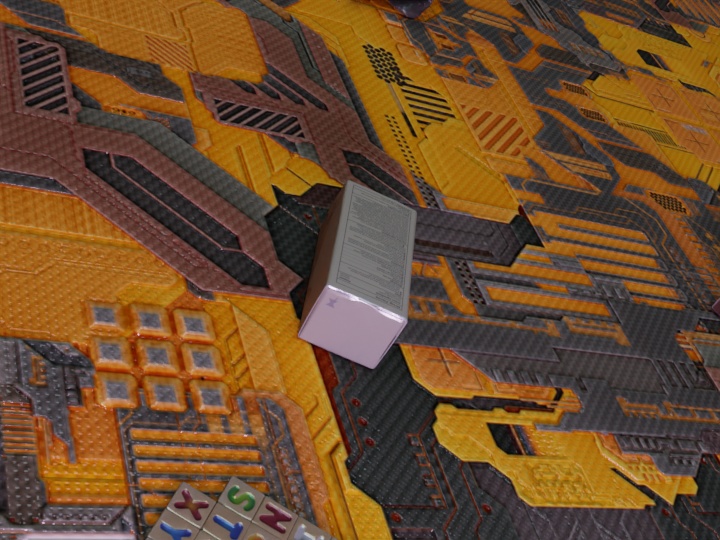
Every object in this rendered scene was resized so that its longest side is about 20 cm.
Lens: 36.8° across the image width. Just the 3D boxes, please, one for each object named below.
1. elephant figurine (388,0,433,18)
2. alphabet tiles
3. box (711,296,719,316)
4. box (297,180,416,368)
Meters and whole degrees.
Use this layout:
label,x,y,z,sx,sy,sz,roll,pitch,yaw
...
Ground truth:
label,x,y,z,sx,sy,sz,roll,pitch,yaw
elephant figurine,0.098,-0.494,1.793,0.200,0.155,0.141,25,-4,-17
alphabet tiles,-0.076,0.250,0.853,0.200,0.006,0.166,32,34,-1
box,0.602,0.092,1.514,0.100,0.075,0.200,-12,55,-45
box,0.000,0.000,1.156,0.095,0.078,0.200,25,35,-10
